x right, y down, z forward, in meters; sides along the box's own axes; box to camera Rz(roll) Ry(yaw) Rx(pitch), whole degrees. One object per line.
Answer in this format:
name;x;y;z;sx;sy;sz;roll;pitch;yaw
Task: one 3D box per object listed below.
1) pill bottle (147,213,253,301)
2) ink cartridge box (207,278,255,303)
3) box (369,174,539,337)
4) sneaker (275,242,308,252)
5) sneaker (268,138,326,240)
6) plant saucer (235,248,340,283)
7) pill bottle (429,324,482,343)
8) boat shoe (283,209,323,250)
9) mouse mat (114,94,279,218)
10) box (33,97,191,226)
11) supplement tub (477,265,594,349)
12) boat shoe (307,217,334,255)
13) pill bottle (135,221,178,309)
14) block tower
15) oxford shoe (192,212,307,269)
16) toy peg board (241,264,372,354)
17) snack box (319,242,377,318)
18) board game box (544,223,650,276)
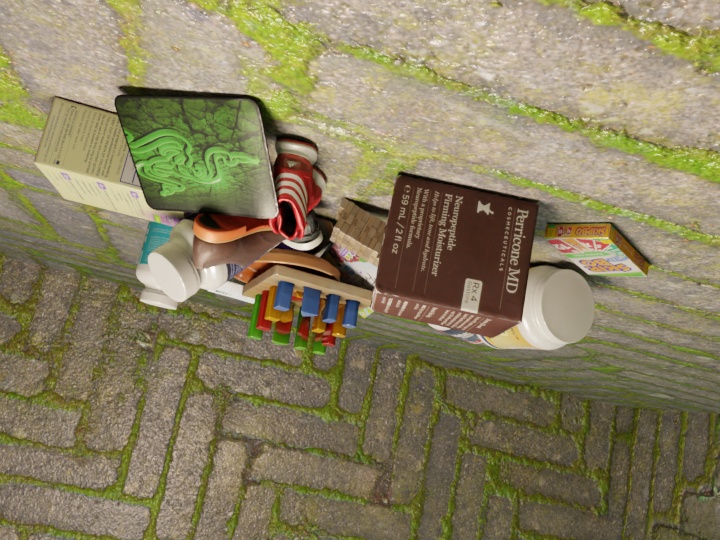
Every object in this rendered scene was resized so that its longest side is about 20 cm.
pill bottle;-0.212;-0.042;1.007;0.110;0.200;0.112;27;138;28
ink cartridge box;-0.212;-0.003;1.371;0.197;0.041;0.201;18;-150;-22
box;0.125;-0.014;0.952;0.196;0.169;0.164;11;168;2
sneaker;-0.156;-0.051;1.207;0.198;0.070;0.101;15;137;31
sneaker;-0.097;-0.093;0.934;0.077;0.118;0.200;10;168;7
plant saucer;-0.132;-0.001;1.191;0.197;0.033;0.201;5;164;1
pill bottle;0.196;0.074;1.410;0.118;0.122;0.199;0;163;46
boat shoe;-0.144;-0.094;1.123;0.198;0.076;0.061;16;134;31
mouse mat;-0.201;-0.139;0.835;0.197;0.008;0.163;6;127;18
box;-0.339;-0.147;0.983;0.197;0.098;0.176;15;168;-9
supplement tub;0.303;0.068;1.209;0.142;0.147;0.199;17;167;-24
boat shoe;-0.111;-0.059;1.255;0.073;0.077;0.198;-21;-176;-42
pill bottle;-0.354;-0.034;1.268;0.109;0.203;0.111;11;168;2
block tower;0.044;-0.034;1.070;0.198;0.058;0.054;31;159;0
oxford shoe;-0.157;-0.048;0.954;0.071;0.073;0.198;34;-150;32
toy peg board;-0.099;0.081;1.208;0.197;0.099;0.199;16;162;-23
snack box;0.000;0.000;1.216;0.142;0.053;0.200;38;153;-5
board game box;0.359;-0.026;1.011;0.094;0.031;0.199;3;167;40
